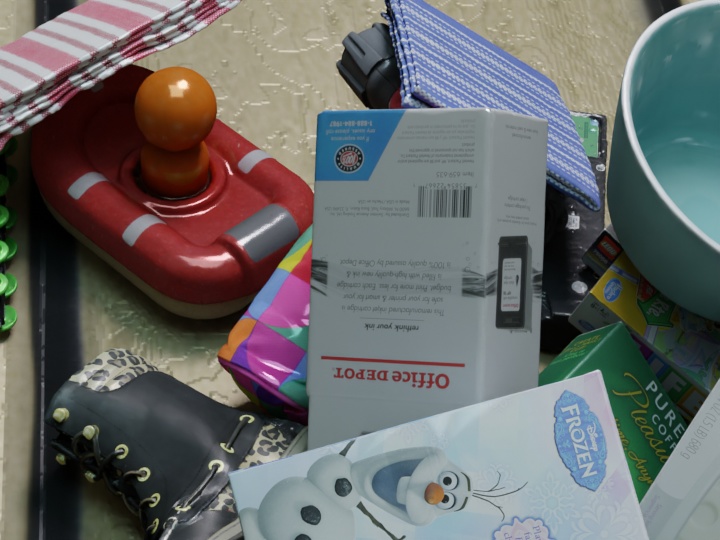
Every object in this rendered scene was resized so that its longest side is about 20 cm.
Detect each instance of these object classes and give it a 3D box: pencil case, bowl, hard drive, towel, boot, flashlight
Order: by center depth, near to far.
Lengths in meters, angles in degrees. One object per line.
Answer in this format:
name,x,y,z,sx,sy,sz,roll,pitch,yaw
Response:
boot,-0.121,0.129,1.247,0.153,0.074,0.204,24,40,20
bowl,0.224,-0.048,1.313,0.199,0.105,0.202,11,55,-15
pencil case,0.000,0.000,1.330,0.088,0.088,0.200,32,81,24
towel,-0.176,-0.139,1.427,0.199,0.030,0.146,-30,22,-14
towel,0.079,-0.110,1.428,0.144,0.024,0.200,29,20,-16
flashlight,0.052,-0.085,1.439,0.068,0.068,0.200,-17,50,-29
hard drive,0.090,-0.034,1.466,0.139,0.038,0.201,7,45,0

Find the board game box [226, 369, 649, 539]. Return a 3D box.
board game box,0.053,0.174,1.136,0.198,0.043,0.201,-15,81,1

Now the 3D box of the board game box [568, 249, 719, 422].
board game box,0.232,0.006,1.370,0.134,0.034,0.200,39,53,5

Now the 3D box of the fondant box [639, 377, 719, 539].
fondant box,0.257,0.138,1.173,0.199,0.058,0.145,32,84,20

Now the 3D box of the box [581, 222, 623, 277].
box,0.251,-0.022,1.444,0.137,0.040,0.200,42,52,8

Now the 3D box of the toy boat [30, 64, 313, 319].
toy boat,-0.118,-0.073,1.410,0.200,0.131,0.130,36,50,27

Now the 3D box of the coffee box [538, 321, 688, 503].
coffee box,0.112,0.133,1.249,0.200,0.044,0.123,-43,102,-37

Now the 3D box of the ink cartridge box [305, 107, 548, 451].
ink cartridge box,0.036,0.014,1.233,0.115,0.202,0.067,2,-1,33

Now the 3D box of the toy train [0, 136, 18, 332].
toy train,-0.247,-0.034,1.422,0.056,0.042,0.201,-7,45,-1
